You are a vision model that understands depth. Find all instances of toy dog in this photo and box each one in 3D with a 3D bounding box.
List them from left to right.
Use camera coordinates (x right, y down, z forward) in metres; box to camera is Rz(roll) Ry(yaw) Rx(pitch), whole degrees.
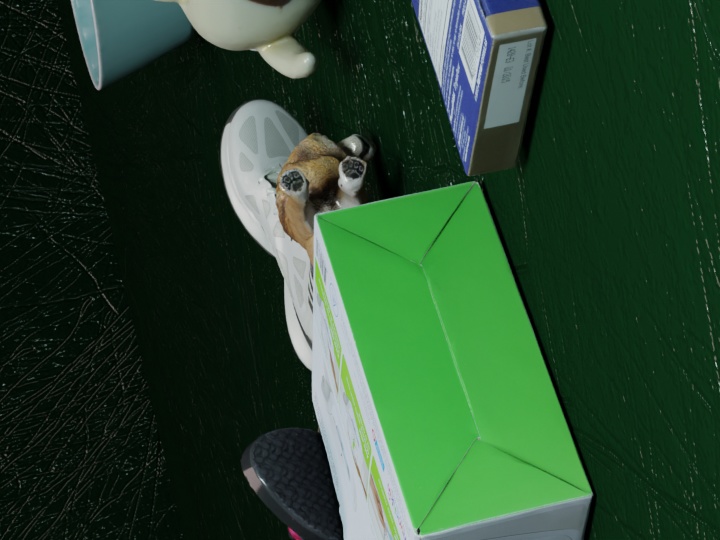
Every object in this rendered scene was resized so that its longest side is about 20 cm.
[{"bbox_3d":[-0.079,-0.222,1.623,0.200,0.139,0.194,109,146,-68],"label":"toy dog"}]

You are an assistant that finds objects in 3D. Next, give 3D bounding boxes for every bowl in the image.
[{"bbox_3d":[-0.198,-0.265,2.353,0.201,0.105,0.201,169,90,-81],"label":"bowl"}]

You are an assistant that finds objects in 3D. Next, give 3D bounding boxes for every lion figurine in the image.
[{"bbox_3d":[0.000,0.000,1.621,0.122,0.072,0.200,85,167,-72],"label":"lion figurine"}]

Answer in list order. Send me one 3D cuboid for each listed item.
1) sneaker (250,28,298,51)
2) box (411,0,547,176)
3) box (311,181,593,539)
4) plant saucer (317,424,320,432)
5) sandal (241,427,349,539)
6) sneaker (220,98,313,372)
[{"bbox_3d":[-0.065,-0.213,1.795,0.089,0.075,0.200,70,-173,-55],"label":"sneaker"},{"bbox_3d":[0.042,-0.161,1.292,0.121,0.032,0.200,97,158,-61],"label":"box"},{"bbox_3d":[0.039,0.090,1.411,0.177,0.097,0.200,91,164,-54],"label":"box"},{"bbox_3d":[-0.022,0.190,1.924,0.200,0.037,0.201,7,-90,-90],"label":"plant saucer"},{"bbox_3d":[-0.006,0.139,1.542,0.200,0.045,0.075,19,-135,-53],"label":"sandal"},{"bbox_3d":[-0.027,-0.037,1.777,0.201,0.076,0.115,68,159,13],"label":"sneaker"}]
